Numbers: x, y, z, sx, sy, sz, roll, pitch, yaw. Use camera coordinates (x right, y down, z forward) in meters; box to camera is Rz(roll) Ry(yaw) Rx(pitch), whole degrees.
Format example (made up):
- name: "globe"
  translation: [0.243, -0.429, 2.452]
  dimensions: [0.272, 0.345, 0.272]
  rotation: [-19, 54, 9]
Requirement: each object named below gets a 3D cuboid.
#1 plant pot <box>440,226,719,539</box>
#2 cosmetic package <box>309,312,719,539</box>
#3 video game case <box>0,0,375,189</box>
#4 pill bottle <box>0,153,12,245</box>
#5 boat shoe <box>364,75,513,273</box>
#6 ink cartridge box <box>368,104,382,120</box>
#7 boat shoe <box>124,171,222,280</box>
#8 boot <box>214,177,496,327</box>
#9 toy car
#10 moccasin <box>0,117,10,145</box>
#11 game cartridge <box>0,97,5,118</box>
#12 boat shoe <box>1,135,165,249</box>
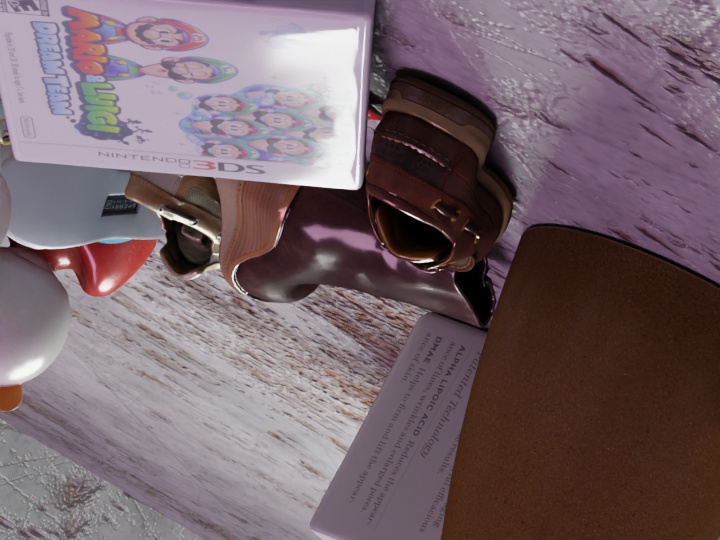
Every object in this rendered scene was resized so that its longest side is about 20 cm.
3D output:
- name: "plant pot"
  translation: [0.124, 0.107, 1.573]
  dimensions: [0.186, 0.200, 0.186]
  rotation: [28, 167, 7]
- name: "cosmetic package"
  translation: [0.113, 0.154, 1.872]
  dimensions: [0.200, 0.165, 0.165]
  rotation: [19, 166, 37]
- name: "video game case"
  translation: [-0.086, -0.094, 1.413]
  dimensions: [0.182, 0.024, 0.200]
  rotation: [5, 158, 1]
- name: "pill bottle"
  translation: [-0.255, -0.071, 1.531]
  dimensions: [0.111, 0.111, 0.200]
  rotation: [23, 163, 24]
- name: "boat shoe"
  translation: [0.032, -0.035, 1.501]
  dimensions: [0.072, 0.068, 0.200]
  rotation: [25, 168, 13]
- name: "ink cartridge box"
  translation: [-0.107, -0.113, 1.545]
  dimensions: [0.176, 0.045, 0.200]
  rotation: [36, 166, -28]
- name: "boat shoe"
  translation: [-0.096, -0.028, 1.793]
  dimensions: [0.072, 0.076, 0.200]
  rotation: [20, 166, 32]
- name: "boot"
  translation: [0.000, 0.000, 1.703]
  dimensions: [0.166, 0.072, 0.200]
  rotation: [27, 164, 16]
- name: "toy car"
  translation: [-0.246, -0.002, 1.939]
  dimensions: [0.177, 0.200, 0.184]
  rotation: [30, 167, -8]
- name: "moccasin"
  translation: [-0.202, -0.111, 1.674]
  dimensions: [0.201, 0.078, 0.074]
  rotation: [30, 171, -5]
- name: "game cartridge"
  translation: [-0.193, -0.129, 1.500]
  dimensions: [0.133, 0.040, 0.200]
  rotation: [24, 163, 18]
- name: "boat shoe"
  translation: [-0.187, -0.065, 1.785]
  dimensions: [0.086, 0.075, 0.202]
  rotation: [30, -162, 29]
